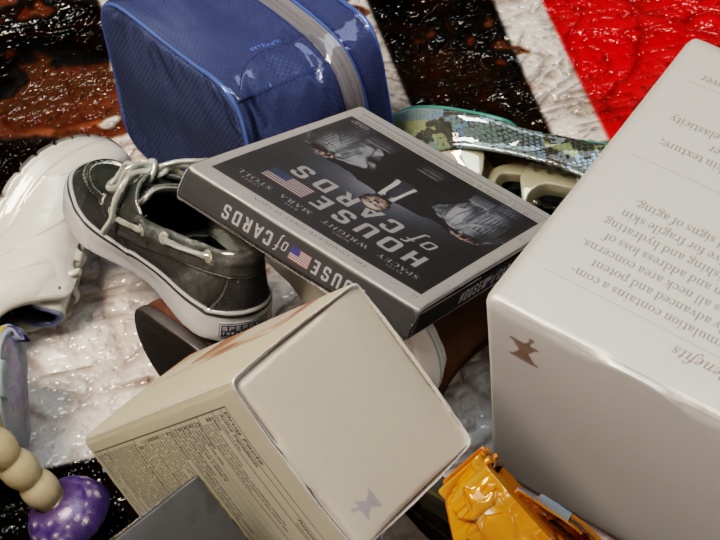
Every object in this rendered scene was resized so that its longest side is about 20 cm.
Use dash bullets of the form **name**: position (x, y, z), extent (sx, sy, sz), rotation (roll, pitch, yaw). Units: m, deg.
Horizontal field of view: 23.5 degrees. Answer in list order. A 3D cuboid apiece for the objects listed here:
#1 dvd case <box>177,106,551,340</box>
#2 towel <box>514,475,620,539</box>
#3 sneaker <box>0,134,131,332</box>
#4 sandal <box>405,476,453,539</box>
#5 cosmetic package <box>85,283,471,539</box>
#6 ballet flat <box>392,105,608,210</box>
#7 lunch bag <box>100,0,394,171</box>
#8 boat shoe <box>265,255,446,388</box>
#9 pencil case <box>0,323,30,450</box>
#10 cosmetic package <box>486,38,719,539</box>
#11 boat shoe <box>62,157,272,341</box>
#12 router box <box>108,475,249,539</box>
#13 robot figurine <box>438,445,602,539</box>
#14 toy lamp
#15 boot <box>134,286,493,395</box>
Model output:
- **dvd case**: position (0.011, -0.033, 0.965), extent (0.150, 0.025, 0.200), rotation (32, 26, 17)
- **towel**: position (0.178, 0.070, 0.970), extent (0.200, 0.032, 0.191), rotation (-3, 56, 4)
- **sneaker**: position (-0.206, -0.008, 1.101), extent (0.087, 0.075, 0.200), rotation (31, 57, 13)
- **sandal**: position (0.080, 0.139, 0.886), extent (0.054, 0.080, 0.200), rotation (-41, 55, -13)
- **cosmetic package**: position (-0.047, 0.086, 0.873), extent (0.087, 0.103, 0.200), rotation (-39, 9, -30)
- **ballet flat**: position (0.101, -0.059, 1.115), extent (0.200, 0.074, 0.074), rotation (10, 46, 21)
- **lunch bag**: position (-0.072, -0.128, 1.151), extent (0.132, 0.136, 0.200), rotation (-30, 47, -24)
- **boat shoe**: position (0.000, 0.000, 0.992), extent (0.068, 0.072, 0.200), rotation (-14, 39, -30)
- **pencil case**: position (-0.288, 0.079, 0.993), extent (0.200, 0.091, 0.083), rotation (-4, 87, 4)
- **cosmetic package**: position (0.185, 0.027, 0.879), extent (0.167, 0.166, 0.200), rotation (29, 62, 23)
- **boat shoe**: position (-0.117, -0.032, 1.020), extent (0.073, 0.068, 0.199), rotation (-14, 34, -26)
- **router box**: position (-0.155, 0.189, 0.817), extent (0.200, 0.157, 0.052), rotation (-37, 88, -29)
- **robot figurine**: position (0.087, 0.186, 0.793), extent (0.145, 0.058, 0.200), rotation (-41, 88, 10)
- **toy lamp**: position (-0.210, 0.073, 0.909), extent (0.058, 0.200, 0.058), rotation (-24, 37, 20)
- **boot**: position (-0.011, 0.020, 1.040), extent (0.188, 0.069, 0.200), rotation (22, 49, 26)
